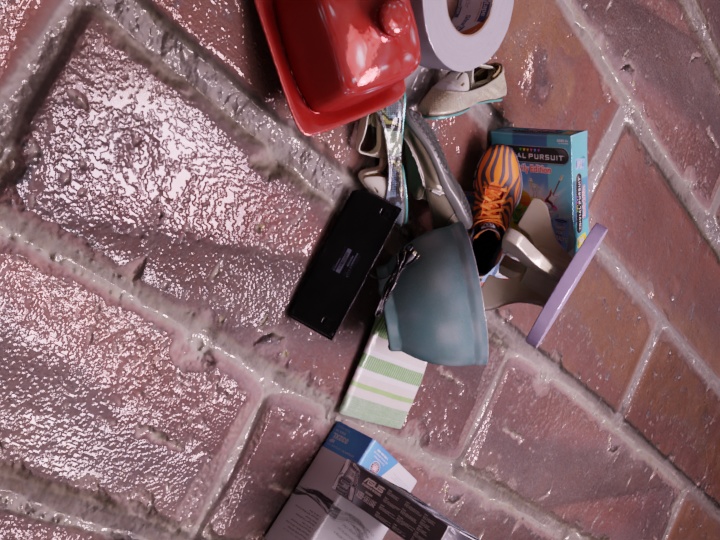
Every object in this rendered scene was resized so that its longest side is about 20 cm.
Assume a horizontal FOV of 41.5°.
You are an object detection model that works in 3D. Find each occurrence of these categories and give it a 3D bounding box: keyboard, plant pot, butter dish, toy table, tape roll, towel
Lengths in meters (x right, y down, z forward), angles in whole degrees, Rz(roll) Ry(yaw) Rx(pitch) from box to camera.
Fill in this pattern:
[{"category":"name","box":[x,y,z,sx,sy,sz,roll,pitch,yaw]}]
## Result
[{"category":"keyboard","box":[0.000,0.000,1.270,0.202,0.126,0.021,-61,164,-4]},{"category":"plant pot","box":[0.094,0.043,1.326,0.132,0.201,0.203,-10,117,-1]},{"category":"butter dish","box":[0.000,-0.285,1.129,0.198,0.147,0.203,-29,106,-37]},{"category":"toy table","box":[0.257,-0.002,1.376,0.201,0.116,0.184,-55,166,-21]},{"category":"tape roll","box":[0.129,-0.380,1.311,0.199,0.066,0.203,-17,115,-41]},{"category":"towel","box":[0.051,0.135,1.442,0.152,0.023,0.202,24,88,-46]}]

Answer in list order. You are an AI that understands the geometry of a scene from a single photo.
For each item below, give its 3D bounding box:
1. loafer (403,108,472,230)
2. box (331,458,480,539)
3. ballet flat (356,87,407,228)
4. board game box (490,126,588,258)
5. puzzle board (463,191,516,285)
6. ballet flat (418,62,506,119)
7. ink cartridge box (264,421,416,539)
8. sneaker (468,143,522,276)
[{"category":"loafer","box":[0.093,-0.134,1.349,0.201,0.069,0.075,61,17,-22]},{"category":"box","box":[0.076,0.339,1.283,0.157,0.199,0.050,39,79,-44]},{"category":"ballet flat","box":[0.026,-0.152,1.295,0.074,0.074,0.203,-20,116,-40]},{"category":"board game box","box":[0.278,-0.116,1.473,0.047,0.150,0.203,-20,112,-41]},{"category":"puzzle board","box":[0.208,-0.049,1.544,0.198,0.017,0.153,0,103,-46]},{"category":"ballet flat","box":[0.147,-0.266,1.373,0.199,0.067,0.063,-27,124,-49]},{"category":"ink cartridge box","box":[-0.026,0.349,1.389,0.201,0.083,0.145,-56,135,-17]},{"category":"sneaker","box":[0.201,-0.087,1.422,0.112,0.076,0.203,-50,146,-79]}]
